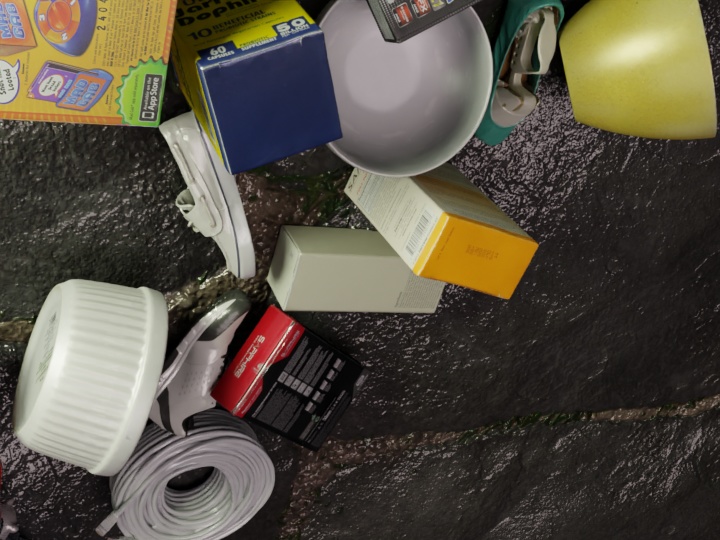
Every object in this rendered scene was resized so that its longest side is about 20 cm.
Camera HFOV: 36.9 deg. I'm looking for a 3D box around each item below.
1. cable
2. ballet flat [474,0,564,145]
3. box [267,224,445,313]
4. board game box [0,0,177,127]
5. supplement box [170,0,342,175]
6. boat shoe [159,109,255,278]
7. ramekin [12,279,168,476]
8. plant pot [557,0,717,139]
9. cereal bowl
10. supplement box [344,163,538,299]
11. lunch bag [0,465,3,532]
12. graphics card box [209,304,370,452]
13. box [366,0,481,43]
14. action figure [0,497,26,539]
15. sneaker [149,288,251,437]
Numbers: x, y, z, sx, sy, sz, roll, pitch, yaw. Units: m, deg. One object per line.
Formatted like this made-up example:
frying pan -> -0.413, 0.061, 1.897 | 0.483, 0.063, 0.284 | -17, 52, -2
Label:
cable -> -0.210, 0.262, 1.339 | 0.200, 0.069, 0.200 | 22, 111, -36
ballet flat -> 0.172, -0.216, 1.178 | 0.067, 0.070, 0.200 | -3, 124, -24
box -> 0.000, 0.000, 1.251 | 0.200, 0.068, 0.082 | 4, 121, -27
board game box -> -0.265, -0.251, 0.859 | 0.199, 0.200, 0.200 | 0, 123, -25
supplement box -> -0.107, -0.192, 0.976 | 0.109, 0.200, 0.110 | -20, 129, -12
boat shoe -> -0.159, -0.072, 1.124 | 0.066, 0.072, 0.200 | -18, 128, -8
ramekin -> -0.284, 0.104, 1.113 | 0.105, 0.200, 0.200 | 18, 114, -24
plant pot -> 0.293, -0.228, 1.169 | 0.142, 0.200, 0.200 | -11, 131, 12
cereal bowl -> 0.029, -0.199, 1.096 | 0.200, 0.083, 0.201 | -4, 104, -16
supplement box -> 0.082, -0.058, 1.162 | 0.126, 0.200, 0.074 | 14, 112, -31
lunch bag -> -0.406, 0.163, 1.076 | 0.082, 0.200, 0.176 | -7, 143, -20
graphics card box -> -0.077, 0.131, 1.267 | 0.126, 0.051, 0.200 | -57, 145, -3
box -> 0.057, -0.337, 1.004 | 0.160, 0.044, 0.200 | -28, 109, -8
action figure -> -0.465, 0.328, 1.244 | 0.193, 0.105, 0.200 | -33, 129, 12
sneaker -> -0.176, 0.105, 1.225 | 0.080, 0.074, 0.200 | 39, 112, 0
